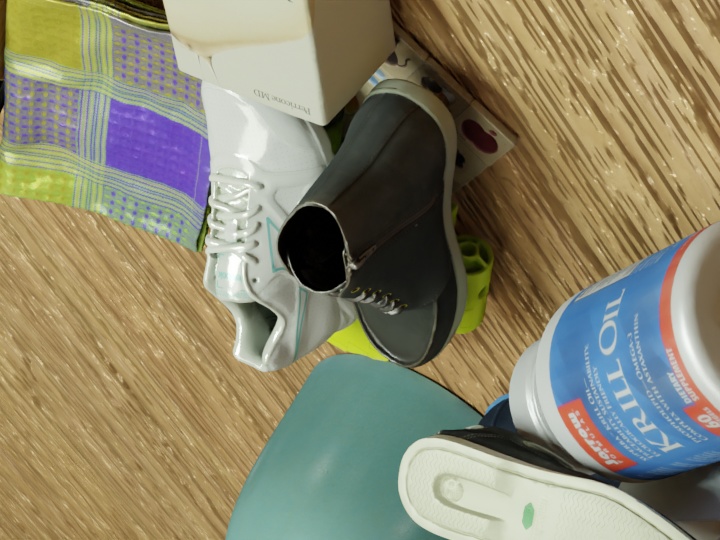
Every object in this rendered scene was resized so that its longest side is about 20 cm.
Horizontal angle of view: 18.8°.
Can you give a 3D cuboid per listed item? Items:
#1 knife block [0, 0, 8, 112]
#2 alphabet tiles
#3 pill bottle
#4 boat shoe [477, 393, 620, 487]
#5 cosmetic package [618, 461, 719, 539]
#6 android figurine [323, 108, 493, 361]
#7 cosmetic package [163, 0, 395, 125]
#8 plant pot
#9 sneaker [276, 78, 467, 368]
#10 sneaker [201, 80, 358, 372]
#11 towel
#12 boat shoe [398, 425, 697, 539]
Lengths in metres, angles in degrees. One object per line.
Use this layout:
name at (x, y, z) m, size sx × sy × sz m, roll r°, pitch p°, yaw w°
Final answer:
knife block at (-0.237, -0.151, 1.253) m, size 0.064 × 0.176 × 0.200 m, roll 31°, pitch 150°, yaw 14°
alphabet tiles at (-0.020, -0.112, 1.231) m, size 0.200 × 0.008 × 0.167 m, roll 43°, pitch 151°, yaw -6°
pill bottle at (0.161, 0.050, 1.135) m, size 0.112 × 0.112 × 0.200 m, roll 43°, pitch 151°, yaw -7°
boat shoe at (0.153, 0.156, 1.336) m, size 0.199 × 0.069 × 0.084 m, roll 28°, pitch 149°, yaw 21°
cosmetic package at (0.249, 0.182, 1.196) m, size 0.200 × 0.052 × 0.150 m, roll 45°, pitch 152°, yaw -21°
android figurine at (-0.005, -0.019, 1.290) m, size 0.181 × 0.041 × 0.201 m, roll 28°, pitch 146°, yaw 18°
cosmetic package at (-0.050, -0.181, 1.093) m, size 0.103 × 0.073 × 0.201 m, roll 22°, pitch 143°, yaw 27°
plant pot at (0.002, 0.183, 1.455) m, size 0.200 × 0.161 × 0.201 m, roll 28°, pitch 149°, yaw 19°
sneaker at (0.000, 0.000, 1.176) m, size 0.074 × 0.106 × 0.201 m, roll 22°, pitch 142°, yaw 25°
sneaker at (-0.054, -0.027, 1.223) m, size 0.070 × 0.080 × 0.201 m, roll 18°, pitch 137°, yaw 39°
towel at (-0.146, -0.092, 1.277) m, size 0.143 × 0.023 × 0.200 m, roll 19°, pitch 141°, yaw 1°
boat shoe at (0.118, 0.136, 1.150) m, size 0.199 × 0.067 × 0.072 m, roll 25°, pitch 106°, yaw 28°
